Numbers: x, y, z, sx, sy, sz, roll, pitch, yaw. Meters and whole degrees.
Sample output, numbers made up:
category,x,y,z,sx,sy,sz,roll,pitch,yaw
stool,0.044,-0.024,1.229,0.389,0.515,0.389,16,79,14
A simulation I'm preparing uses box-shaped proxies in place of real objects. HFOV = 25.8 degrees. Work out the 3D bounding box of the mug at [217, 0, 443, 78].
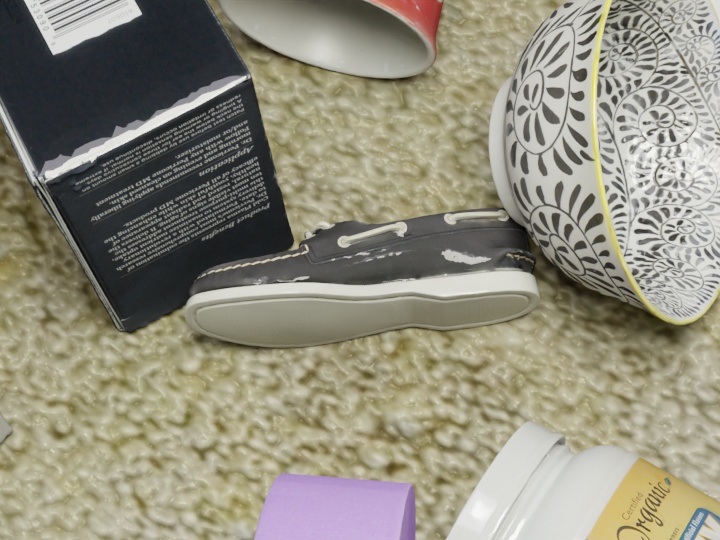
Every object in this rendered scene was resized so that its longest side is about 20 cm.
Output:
category,x,y,z,sx,sy,sz,roll,pitch,yaw
mug,-0.011,-0.240,0.925,0.177,0.133,0.201,23,76,-26

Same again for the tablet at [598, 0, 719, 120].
category,x,y,z,sx,sy,sz,roll,pitch,yaw
tablet,0.216,-0.188,0.918,0.130,0.014,0.201,7,101,-2

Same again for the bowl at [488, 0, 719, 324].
category,x,y,z,sx,sy,sz,roll,pitch,yaw
bowl,0.132,-0.069,0.867,0.094,0.201,0.201,-2,63,35

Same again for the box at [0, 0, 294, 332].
category,x,y,z,sx,sy,sz,roll,pitch,yaw
box,-0.141,-0.104,0.871,0.124,0.197,0.200,-27,67,-9

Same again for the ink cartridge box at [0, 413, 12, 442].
category,x,y,z,sx,sy,sz,roll,pitch,yaw
ink cartridge box,-0.296,0.030,0.851,0.085,0.146,0.200,-43,71,-15

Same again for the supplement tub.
category,x,y,z,sx,sy,sz,roll,pitch,yaw
supplement tub,0.139,0.175,0.759,0.200,0.145,0.145,29,71,15

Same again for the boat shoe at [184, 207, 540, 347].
category,x,y,z,sx,sy,sz,roll,pitch,yaw
boat shoe,0.000,0.000,0.884,0.199,0.074,0.061,-6,66,-2

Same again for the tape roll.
category,x,y,z,sx,sy,sz,roll,pitch,yaw
tape roll,-0.015,0.197,0.729,0.065,0.200,0.201,5,67,5
